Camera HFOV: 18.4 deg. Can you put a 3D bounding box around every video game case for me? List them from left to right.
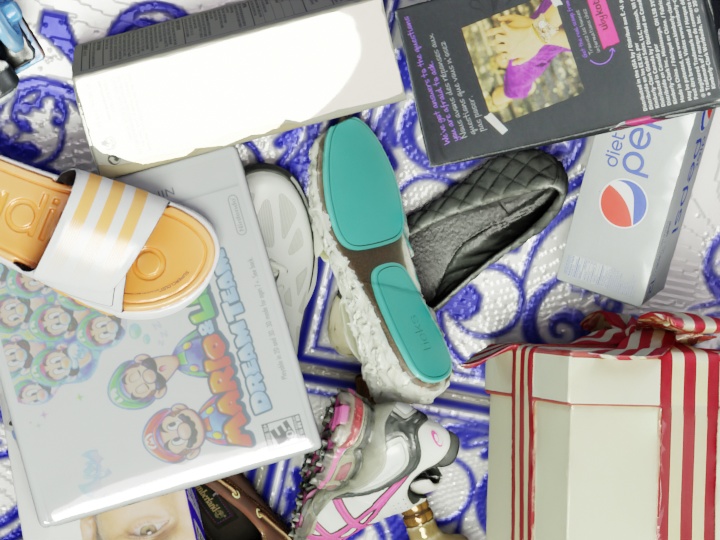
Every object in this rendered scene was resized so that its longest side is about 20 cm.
[{"bbox_3d":[-0.138,0.041,1.392,0.182,0.024,0.200,-16,84,-2],"label":"video game case"}]

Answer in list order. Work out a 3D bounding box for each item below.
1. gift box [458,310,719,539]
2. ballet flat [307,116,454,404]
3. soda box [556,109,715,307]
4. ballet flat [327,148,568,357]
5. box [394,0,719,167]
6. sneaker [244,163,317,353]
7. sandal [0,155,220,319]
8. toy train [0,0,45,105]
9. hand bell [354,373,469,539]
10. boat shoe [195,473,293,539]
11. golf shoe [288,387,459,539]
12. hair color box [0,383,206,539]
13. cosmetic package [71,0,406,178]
[{"bbox_3d":[0.171,0.119,1.460,0.200,0.185,0.187,3,88,-21],"label":"gift box"},{"bbox_3d":[0.000,0.000,1.467,0.072,0.072,0.200,-17,75,-1],"label":"ballet flat"},{"bbox_3d":[0.191,-0.082,1.475,0.063,0.068,0.200,19,107,17],"label":"soda box"},{"bbox_3d":[0.055,-0.012,1.495,0.200,0.057,0.066,-41,106,10],"label":"ballet flat"},{"bbox_3d":[0.142,-0.137,1.382,0.200,0.122,0.106,-11,93,28],"label":"box"},{"bbox_3d":[-0.062,0.036,1.467,0.076,0.115,0.201,1,107,-7],"label":"sneaker"},{"bbox_3d":[-0.190,-0.027,1.358,0.207,0.059,0.079,17,84,2],"label":"sandal"},{"bbox_3d":[-0.270,-0.194,1.371,0.087,0.114,0.200,-29,108,6],"label":"toy train"},{"bbox_3d":[0.038,0.164,1.546,0.104,0.104,0.200,-21,97,0],"label":"hand bell"},{"bbox_3d":[-0.080,0.196,1.540,0.070,0.070,0.200,-35,109,11],"label":"boat shoe"},{"bbox_3d":[0.005,0.144,1.473,0.092,0.200,0.073,14,66,-6],"label":"golf shoe"},{"bbox_3d":[-0.169,0.124,1.444,0.109,0.200,0.065,-15,149,-2],"label":"hair color box"},{"bbox_3d":[-0.079,-0.127,1.421,0.200,0.104,0.073,-14,108,-1],"label":"cosmetic package"}]
